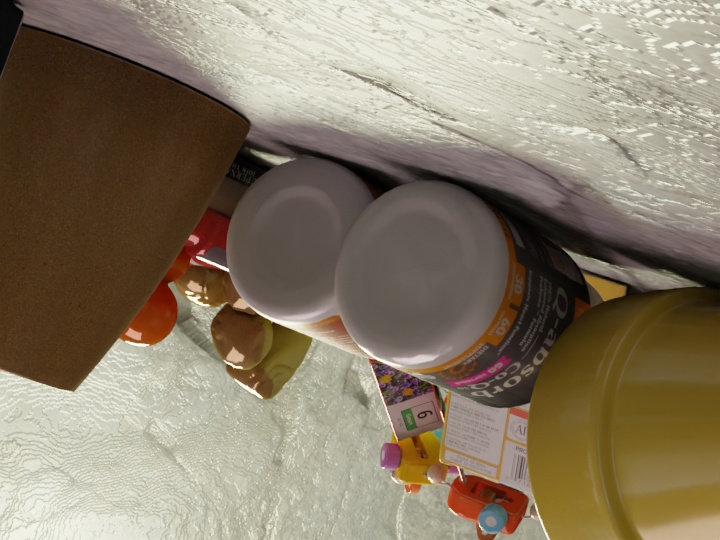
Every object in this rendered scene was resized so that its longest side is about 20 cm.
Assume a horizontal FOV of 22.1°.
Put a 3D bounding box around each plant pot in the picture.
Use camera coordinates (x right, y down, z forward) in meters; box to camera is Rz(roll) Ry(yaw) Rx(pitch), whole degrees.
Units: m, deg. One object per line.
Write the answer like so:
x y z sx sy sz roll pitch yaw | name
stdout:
0.231 0.103 1.084 0.200 0.201 0.189 22 160 -30 | plant pot
-0.190 -0.031 1.167 0.186 0.200 0.186 19 175 2 | plant pot

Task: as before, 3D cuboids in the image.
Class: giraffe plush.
-0.100 -0.005 1.681 0.162 0.173 0.200 29 -145 28 | giraffe plush

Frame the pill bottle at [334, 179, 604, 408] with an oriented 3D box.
0.078 0.023 1.163 0.116 0.117 0.200 17 176 34 | pill bottle

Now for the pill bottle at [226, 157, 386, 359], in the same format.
0.000 0.000 1.274 0.112 0.112 0.200 18 175 28 | pill bottle

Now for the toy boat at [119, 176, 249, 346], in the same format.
-0.147 -0.008 1.344 0.130 0.131 0.200 24 172 -36 | toy boat

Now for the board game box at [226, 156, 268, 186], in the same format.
-0.100 -0.068 1.448 0.135 0.028 0.200 16 175 45 | board game box

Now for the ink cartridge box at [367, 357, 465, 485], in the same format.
0.034 0.079 1.533 0.050 0.200 0.109 -17 136 1 | ink cartridge box

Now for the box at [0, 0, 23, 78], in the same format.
-0.282 -0.130 0.940 0.148 0.107 0.200 19 177 9 | box

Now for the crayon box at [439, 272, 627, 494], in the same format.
0.136 0.071 1.384 0.125 0.200 0.052 19 -148 21 | crayon box

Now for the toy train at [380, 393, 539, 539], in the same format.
0.095 0.173 1.583 0.150 0.056 0.200 17 -156 10 | toy train

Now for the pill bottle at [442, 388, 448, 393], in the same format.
0.123 0.064 1.544 0.111 0.112 0.200 20 176 -7 | pill bottle
